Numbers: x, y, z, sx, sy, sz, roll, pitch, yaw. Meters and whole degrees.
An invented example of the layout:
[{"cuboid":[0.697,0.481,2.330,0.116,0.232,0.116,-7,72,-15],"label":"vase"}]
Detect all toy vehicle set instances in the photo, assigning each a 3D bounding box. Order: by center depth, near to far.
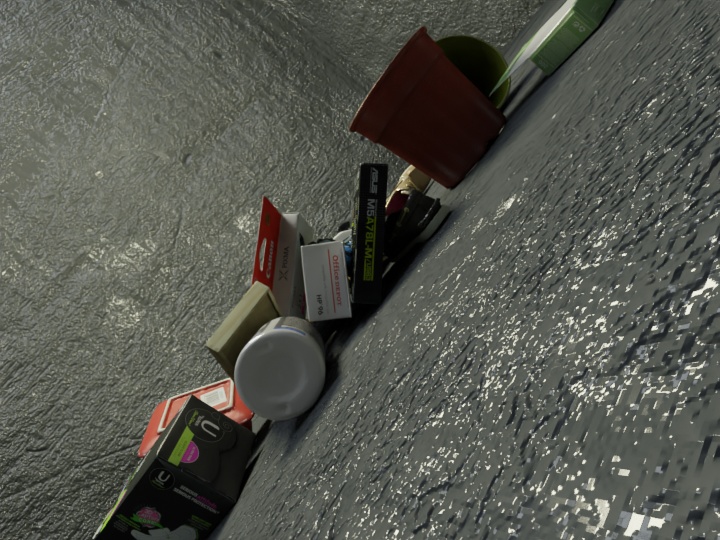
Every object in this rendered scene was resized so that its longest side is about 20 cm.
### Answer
[{"cuboid":[-0.169,0.124,0.844,0.125,0.026,0.200,-54,-26,-27],"label":"toy vehicle set"}]

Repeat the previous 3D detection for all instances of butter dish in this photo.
[{"cuboid":[-0.270,0.301,0.938,0.198,0.149,0.200,-18,14,-8],"label":"butter dish"}]

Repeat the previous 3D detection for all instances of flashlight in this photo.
[{"cuboid":[-0.096,0.137,0.905,0.200,0.067,0.068,-53,-33,-39],"label":"flashlight"}]

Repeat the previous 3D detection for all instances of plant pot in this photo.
[{"cuboid":[0.118,-0.252,0.856,0.201,0.195,0.201,-52,4,5],"label":"plant pot"},{"cuboid":[0.192,-0.335,1.065,0.188,0.187,0.200,-53,-11,-10],"label":"plant pot"}]

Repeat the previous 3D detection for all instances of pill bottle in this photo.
[{"cuboid":[-0.105,0.126,0.728,0.114,0.114,0.200,-52,4,0],"label":"pill bottle"}]

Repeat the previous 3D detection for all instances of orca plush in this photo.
[{"cuboid":[0.002,-0.056,1.092,0.200,0.105,0.071,-45,-21,-39],"label":"orca plush"}]

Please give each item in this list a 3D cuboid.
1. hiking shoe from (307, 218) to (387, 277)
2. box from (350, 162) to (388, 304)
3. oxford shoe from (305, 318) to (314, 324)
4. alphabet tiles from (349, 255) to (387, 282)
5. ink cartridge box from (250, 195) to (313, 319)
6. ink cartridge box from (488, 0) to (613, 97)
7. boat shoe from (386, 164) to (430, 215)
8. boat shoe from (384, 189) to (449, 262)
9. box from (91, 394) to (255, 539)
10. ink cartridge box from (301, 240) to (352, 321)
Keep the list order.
[{"cuboid":[-0.003,-0.028,0.966,0.199,0.087,0.075,-20,-34,4],"label":"hiking shoe"},{"cuboid":[0.009,-0.056,0.802,0.200,0.047,0.195,-130,40,-86],"label":"box"},{"cuboid":[-0.109,0.117,1.017,0.200,0.084,0.073,-52,-9,-40],"label":"oxford shoe"},{"cuboid":[0.000,0.000,1.025,0.166,0.006,0.200,-35,7,8],"label":"alphabet tiles"},{"cuboid":[-0.137,-0.012,0.938,0.174,0.043,0.201,56,-144,-70],"label":"ink cartridge box"},{"cuboid":[0.288,-0.343,0.766,0.146,0.048,0.200,-55,4,-25],"label":"ink cartridge box"},{"cuboid":[0.115,-0.183,1.253,0.200,0.074,0.069,-53,16,5],"label":"boat shoe"},{"cuboid":[0.068,-0.068,0.791,0.072,0.060,0.201,-54,5,-21],"label":"boat shoe"},{"cuboid":[-0.267,0.315,0.751,0.200,0.124,0.149,-51,12,16],"label":"box"},{"cuboid":[-0.052,0.015,0.820,0.200,0.067,0.117,-178,81,-88],"label":"ink cartridge box"}]
